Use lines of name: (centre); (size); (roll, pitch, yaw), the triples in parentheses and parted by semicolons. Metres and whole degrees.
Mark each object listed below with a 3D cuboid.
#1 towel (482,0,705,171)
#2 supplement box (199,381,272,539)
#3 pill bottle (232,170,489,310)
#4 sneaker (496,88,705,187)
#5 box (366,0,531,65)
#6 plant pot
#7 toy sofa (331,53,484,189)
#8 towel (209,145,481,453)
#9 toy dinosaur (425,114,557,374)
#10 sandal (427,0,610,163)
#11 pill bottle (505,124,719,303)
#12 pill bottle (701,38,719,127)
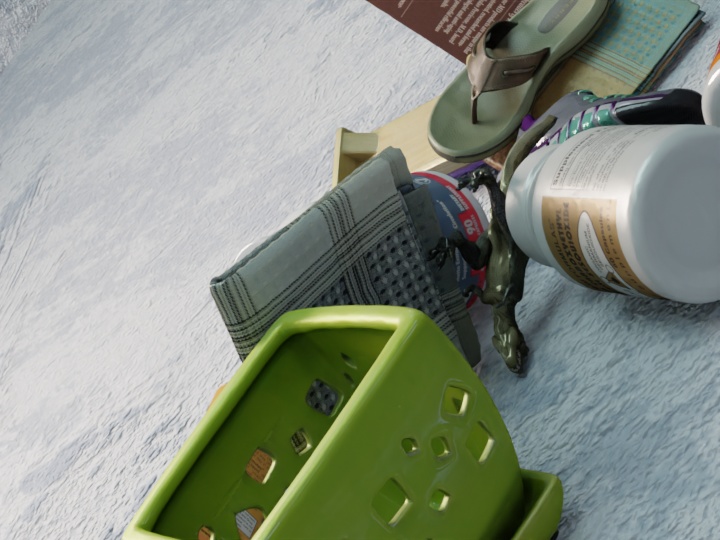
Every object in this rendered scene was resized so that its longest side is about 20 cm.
towel: (0.169, -0.161, 1.710); (0.146, 0.022, 0.200); (34, 82, 37)
supplement box: (-0.109, 0.171, 1.692); (0.066, 0.069, 0.201); (-28, 29, 41)
pill bottle: (0.000, 0.000, 1.586); (0.119, 0.120, 0.199); (-28, -6, 41)
sneaker: (0.182, -0.116, 1.590); (0.199, 0.074, 0.088); (-21, 45, 44)
box: (0.110, -0.304, 1.873); (0.167, 0.199, 0.164); (-61, 5, -27)
plant pot: (-0.001, 0.155, 1.330); (0.199, 0.181, 0.200); (-54, 20, -18)
toy sofa: (0.070, -0.105, 1.842); (0.199, 0.097, 0.083); (-25, 53, 45)
towel: (0.000, 0.036, 1.481); (0.034, 0.194, 0.200); (5, 36, 47)
toy dinosaur: (0.097, -0.028, 1.521); (0.047, 0.088, 0.202); (-4, 72, 44)
sandal: (0.120, -0.174, 1.693); (0.080, 0.057, 0.201); (33, 81, 36)
pill bottle: (0.181, -0.041, 1.421); (0.115, 0.114, 0.200); (-52, 20, -12)
pill bottle: (0.302, -0.166, 1.413); (0.109, 0.110, 0.201); (-27, 28, 43)
